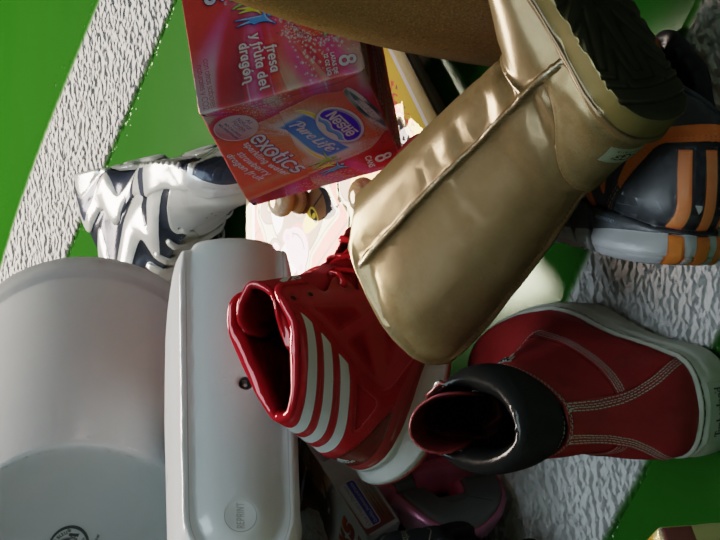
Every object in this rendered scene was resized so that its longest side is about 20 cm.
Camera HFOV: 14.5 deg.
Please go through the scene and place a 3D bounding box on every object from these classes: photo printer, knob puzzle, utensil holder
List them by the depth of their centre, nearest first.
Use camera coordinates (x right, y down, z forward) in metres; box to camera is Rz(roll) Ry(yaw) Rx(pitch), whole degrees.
[{"bbox_3d":[-0.070,0.106,1.523,0.166,0.069,0.200,103,166,-65],"label":"photo printer"},{"bbox_3d":[-0.023,-0.049,1.632,0.219,0.030,0.220,-9,79,54],"label":"knob puzzle"},{"bbox_3d":[-0.168,0.113,1.706,0.200,0.170,0.170,-96,17,-60],"label":"utensil holder"}]

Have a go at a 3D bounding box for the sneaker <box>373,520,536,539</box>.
[{"bbox_3d":[0.063,0.215,1.491,0.076,0.114,0.200,-106,-5,-65],"label":"sneaker"}]

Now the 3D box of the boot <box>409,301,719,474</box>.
[{"bbox_3d":[0.069,0.059,1.386,0.200,0.144,0.073,9,103,64],"label":"boot"}]

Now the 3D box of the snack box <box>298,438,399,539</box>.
[{"bbox_3d":[-0.016,0.167,1.580,0.072,0.024,0.200,54,155,27],"label":"snack box"}]

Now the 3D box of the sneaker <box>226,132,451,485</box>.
[{"bbox_3d":[0.000,0.000,1.464,0.078,0.115,0.200,-18,53,42],"label":"sneaker"}]

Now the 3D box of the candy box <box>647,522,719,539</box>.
[{"bbox_3d":[0.138,0.217,1.363,0.200,0.055,0.116,-53,47,50],"label":"candy box"}]

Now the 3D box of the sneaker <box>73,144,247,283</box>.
[{"bbox_3d":[-0.110,-0.011,1.799,0.199,0.079,0.130,-6,99,51],"label":"sneaker"}]

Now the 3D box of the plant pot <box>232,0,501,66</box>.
[{"bbox_3d":[0.004,-0.191,1.424,0.186,0.200,0.187,14,106,62],"label":"plant pot"}]

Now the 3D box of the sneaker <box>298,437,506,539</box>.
[{"bbox_3d":[0.012,0.123,1.589,0.200,0.079,0.096,-131,34,-51],"label":"sneaker"}]

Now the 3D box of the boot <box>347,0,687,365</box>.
[{"bbox_3d":[0.051,-0.078,1.342,0.200,0.066,0.175,-47,56,43],"label":"boot"}]

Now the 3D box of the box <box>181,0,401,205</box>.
[{"bbox_3d":[-0.045,-0.152,1.567,0.103,0.094,0.200,65,-168,-57],"label":"box"}]

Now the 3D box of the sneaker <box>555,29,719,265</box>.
[{"bbox_3d":[0.111,-0.070,1.380,0.200,0.077,0.112,13,101,50],"label":"sneaker"}]
